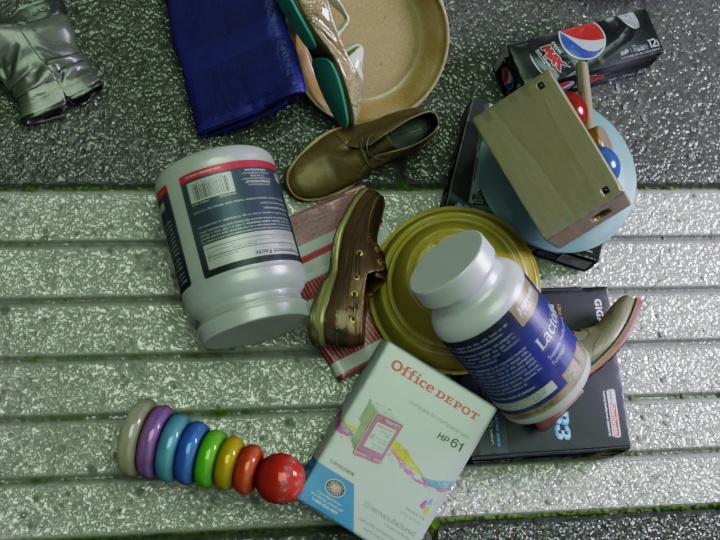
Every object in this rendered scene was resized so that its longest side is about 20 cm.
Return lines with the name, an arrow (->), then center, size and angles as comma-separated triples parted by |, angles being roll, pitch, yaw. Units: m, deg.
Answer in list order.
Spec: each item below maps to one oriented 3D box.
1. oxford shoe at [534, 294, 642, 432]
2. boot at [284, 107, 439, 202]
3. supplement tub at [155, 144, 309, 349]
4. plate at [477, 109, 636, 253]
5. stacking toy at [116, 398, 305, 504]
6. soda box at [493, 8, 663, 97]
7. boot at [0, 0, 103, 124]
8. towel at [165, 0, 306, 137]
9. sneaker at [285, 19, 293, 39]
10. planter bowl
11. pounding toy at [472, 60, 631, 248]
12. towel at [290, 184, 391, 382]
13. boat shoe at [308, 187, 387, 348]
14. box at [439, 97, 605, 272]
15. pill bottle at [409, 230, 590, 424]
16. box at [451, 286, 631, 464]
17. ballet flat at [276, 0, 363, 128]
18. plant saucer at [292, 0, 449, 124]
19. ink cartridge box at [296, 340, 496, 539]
oxford shoe -> 0.247, 0.089, 1.660 | 0.075, 0.070, 0.200 | 41, 67, 7
boot -> 0.003, -0.143, 1.718 | 0.199, 0.075, 0.074 | -27, 96, -12
supplement tub -> -0.141, -0.026, 1.621 | 0.140, 0.140, 0.201 | -12, 77, -15
plate -> 0.239, -0.119, 1.740 | 0.199, 0.026, 0.201 | 3, 72, -11
stacking toy -> -0.155, 0.200, 1.551 | 0.199, 0.085, 0.086 | 13, 70, 11
soda box -> 0.273, -0.265, 1.820 | 0.199, 0.071, 0.064 | -17, 77, -16
boot -> -0.405, -0.225, 1.667 | 0.199, 0.068, 0.131 | -22, 85, -16
towel -> -0.148, -0.271, 1.716 | 0.147, 0.050, 0.201 | -19, 79, 19
sneaker -> -0.064, -0.344, 1.755 | 0.076, 0.081, 0.200 | 32, 71, 20
planter bowl -> 0.106, 0.012, 1.645 | 0.199, 0.083, 0.201 | -1, 76, 5
pounding toy -> 0.231, -0.142, 1.645 | 0.142, 0.200, 0.185 | -32, 81, 10
towel -> -0.012, 0.011, 1.701 | 0.144, 0.023, 0.201 | -26, 81, -17
boat shoe -> 0.000, 0.000, 1.644 | 0.067, 0.072, 0.201 | 10, 63, 15
box -> 0.206, -0.103, 1.768 | 0.199, 0.050, 0.158 | 18, 71, -6
pill bottle -> 0.147, 0.059, 1.544 | 0.200, 0.116, 0.116 | 49, 67, -24
box -> 0.206, 0.121, 1.703 | 0.197, 0.050, 0.201 | -1, 74, -12
ballet flat -> -0.032, -0.261, 1.681 | 0.065, 0.070, 0.201 | -35, 120, -19
plant saucer -> 0.009, -0.276, 1.746 | 0.199, 0.035, 0.201 | -6, 110, -18
ink cartridge box -> 0.037, 0.196, 1.598 | 0.144, 0.085, 0.201 | 31, 84, -1
